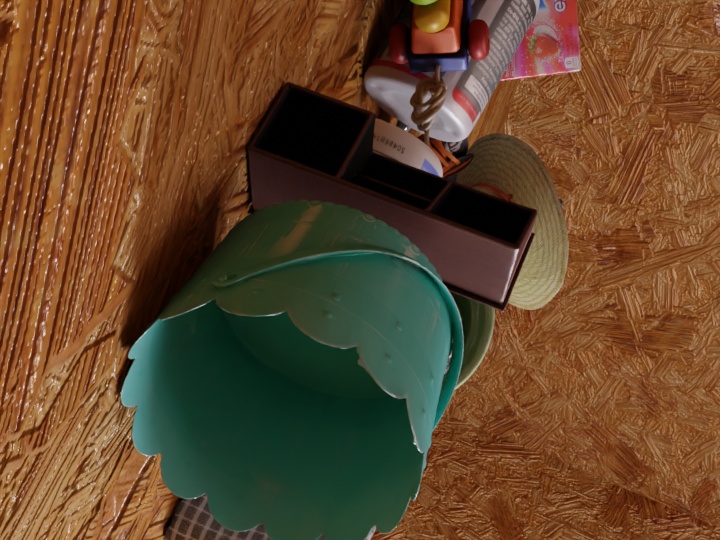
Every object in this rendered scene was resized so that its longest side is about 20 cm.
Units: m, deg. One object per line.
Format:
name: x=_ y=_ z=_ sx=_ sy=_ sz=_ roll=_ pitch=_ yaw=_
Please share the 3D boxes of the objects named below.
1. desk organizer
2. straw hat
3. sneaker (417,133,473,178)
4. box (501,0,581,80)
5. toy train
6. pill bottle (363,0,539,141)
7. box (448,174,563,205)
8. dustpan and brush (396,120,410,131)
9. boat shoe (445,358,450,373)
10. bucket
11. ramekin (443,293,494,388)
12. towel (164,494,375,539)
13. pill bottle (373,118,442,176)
desk organizer: x=0.024 y=-0.053 z=0.732 sx=0.077 sy=0.199 sz=0.072 roll=94 pitch=19 yaw=-59
straw hat: x=0.131 y=-0.045 z=1.140 sx=0.085 sy=0.201 sz=0.201 roll=-14 pitch=139 yaw=-29
sneaker: x=0.061 y=-0.123 z=1.090 sx=0.112 sy=0.078 sz=0.200 roll=-32 pitch=180 yaw=-2
box: x=0.192 y=-0.326 z=1.196 sx=0.103 sy=0.094 sz=0.201 roll=-79 pitch=162 yaw=-73
toy train: x=0.058 y=-0.206 z=0.852 sx=0.116 sy=0.084 sz=0.201 roll=60 pitch=32 yaw=-65
pill bottle: x=0.097 y=-0.233 z=0.981 sx=0.200 sy=0.114 sz=0.114 roll=-60 pitch=171 yaw=-8
box: x=0.137 y=-0.081 z=1.342 sx=0.200 sy=0.196 sz=0.118 roll=-66 pitch=178 yaw=-81
dustpan and brush: x=0.065 y=-0.194 z=1.180 sx=0.139 sy=0.057 sz=0.201 roll=-21 pitch=124 yaw=-61
boat shoe: x=0.028 y=0.017 z=1.025 sx=0.072 sy=0.200 sz=0.068 roll=-36 pitch=158 yaw=-2
bucket: x=-0.037 y=0.064 z=0.674 sx=0.135 sy=0.207 sz=0.208 roll=-65 pitch=172 yaw=-48
ramekin: x=0.033 y=0.049 z=1.099 sx=0.098 sy=0.200 sz=0.200 roll=110 pitch=4 yaw=-74
towel: x=-0.064 y=0.205 z=0.960 sx=0.200 sy=0.165 sz=0.086 roll=-60 pitch=163 yaw=-46
pill bottle: x=-0.019 y=-0.016 z=0.852 sx=0.114 sy=0.113 sz=0.200 roll=86 pitch=26 yaw=-72
